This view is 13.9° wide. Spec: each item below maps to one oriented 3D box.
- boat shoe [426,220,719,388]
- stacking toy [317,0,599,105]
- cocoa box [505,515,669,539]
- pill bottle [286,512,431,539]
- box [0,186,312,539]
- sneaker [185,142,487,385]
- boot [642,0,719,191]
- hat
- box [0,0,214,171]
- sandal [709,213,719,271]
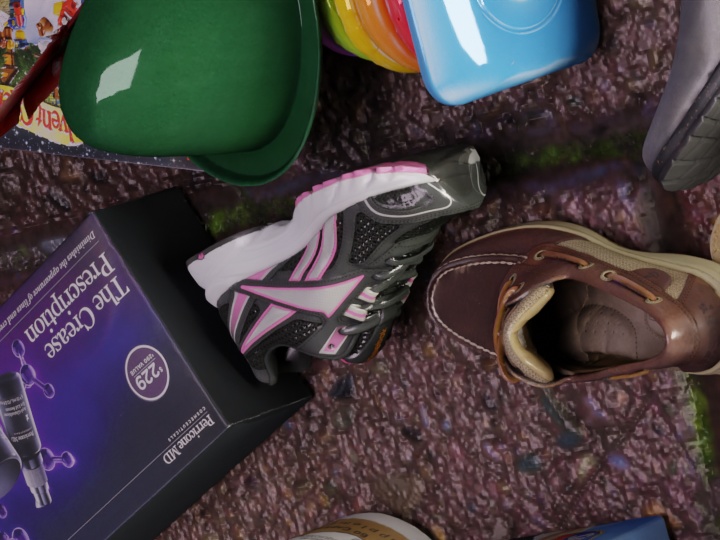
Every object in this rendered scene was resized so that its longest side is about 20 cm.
[{"bbox_3d":[0.093,0.021,1.408,0.200,0.072,0.072,11,109,47],"label":"boat shoe"},{"bbox_3d":[0.011,-0.139,1.440,0.200,0.116,0.110,-1,105,52],"label":"stacking toy"},{"bbox_3d":[0.091,0.236,1.433,0.131,0.133,0.200,-15,92,38],"label":"cocoa box"},{"bbox_3d":[-0.042,0.199,1.484,0.114,0.200,0.115,10,107,35],"label":"pill bottle"},{"bbox_3d":[-0.141,0.072,1.611,0.200,0.079,0.141,-43,77,36],"label":"box"},{"bbox_3d":[0.000,0.000,1.489,0.200,0.080,0.086,-28,83,51],"label":"sneaker"},{"bbox_3d":[0.152,-0.148,1.345,0.132,0.070,0.200,37,110,29],"label":"boot"},{"bbox_3d":[-0.136,-0.095,1.431,0.166,0.176,0.200,33,129,42],"label":"hat"},{"bbox_3d":[-0.136,-0.129,1.582,0.200,0.038,0.137,7,105,36],"label":"box"},{"bbox_3d":[0.219,-0.056,1.304,0.078,0.070,0.212,51,126,16],"label":"sandal"}]
